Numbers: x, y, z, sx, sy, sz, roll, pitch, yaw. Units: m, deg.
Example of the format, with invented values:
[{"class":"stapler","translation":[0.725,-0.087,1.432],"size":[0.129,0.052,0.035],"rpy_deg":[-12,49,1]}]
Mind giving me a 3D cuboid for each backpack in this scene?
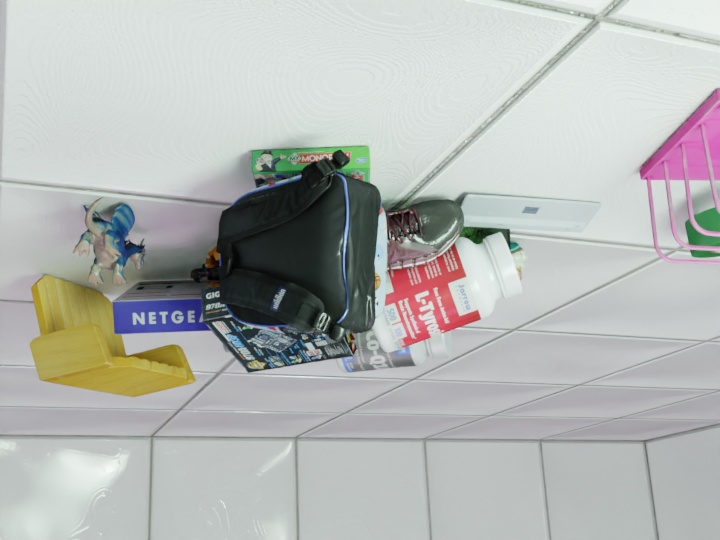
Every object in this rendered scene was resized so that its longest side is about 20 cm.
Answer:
[{"class":"backpack","translation":[-0.066,-0.016,1.029],"size":[0.189,0.202,0.154],"rpy_deg":[-2,168,30]}]

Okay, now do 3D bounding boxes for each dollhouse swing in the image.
[{"class":"dollhouse swing","translation":[-0.374,0.086,1.382],"size":[0.180,0.178,0.200],"rpy_deg":[-15,159,25]}]

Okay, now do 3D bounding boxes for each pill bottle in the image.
[{"class":"pill bottle","translation":[0.057,0.116,1.625],"size":[0.198,0.115,0.114],"rpy_deg":[-8,161,15]},{"class":"pill bottle","translation":[0.106,0.024,1.206],"size":[0.198,0.113,0.112],"rpy_deg":[-21,160,6]}]

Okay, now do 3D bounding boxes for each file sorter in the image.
[{"class":"file sorter","translation":[0.421,-0.095,1.015],"size":[0.137,0.127,0.200],"rpy_deg":[0,162,-7]}]

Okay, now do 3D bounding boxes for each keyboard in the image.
[{"class":"keyboard","translation":[0.220,-0.075,1.206],"size":[0.198,0.011,0.057],"rpy_deg":[2,137,-19]}]

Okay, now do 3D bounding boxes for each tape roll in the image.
[{"class":"tape roll","translation":[0.532,-0.062,1.203],"size":[0.198,0.049,0.200],"rpy_deg":[-8,170,-1]}]

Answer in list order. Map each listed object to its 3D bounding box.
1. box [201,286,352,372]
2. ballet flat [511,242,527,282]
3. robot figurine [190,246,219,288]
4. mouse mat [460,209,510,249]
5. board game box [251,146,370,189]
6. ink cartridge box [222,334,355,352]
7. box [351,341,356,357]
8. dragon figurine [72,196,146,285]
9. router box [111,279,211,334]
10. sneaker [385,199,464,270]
[{"class":"box","translation":[-0.105,0.072,1.226],"size":[0.157,0.046,0.200],"rpy_deg":[-10,152,8]},{"class":"ballet flat","translation":[0.149,0.004,1.355],"size":[0.198,0.065,0.076],"rpy_deg":[-7,-162,12]},{"class":"robot figurine","translation":[-0.148,-0.010,1.261],"size":[0.144,0.059,0.199],"rpy_deg":[1,174,-31]},{"class":"mouse mat","translation":[0.132,-0.012,1.267],"size":[0.159,0.008,0.201],"rpy_deg":[-15,142,-1]},{"class":"board game box","translation":[-0.055,-0.092,1.110],"size":[0.133,0.029,0.200],"rpy_deg":[-3,162,-1]},{"class":"ink cartridge box","translation":[-0.116,0.082,1.441],"size":[0.198,0.058,0.163],"rpy_deg":[-9,-171,-5]},{"class":"box","translation":[-0.115,0.106,1.582],"size":[0.198,0.111,0.035],"rpy_deg":[-9,-161,19]},{"class":"dragon figurine","translation":[-0.318,-0.050,1.153],"size":[0.058,0.100,0.201],"rpy_deg":[-2,143,2]},{"class":"router box","translation":[-0.252,0.050,1.369],"size":[0.198,0.049,0.180],"rpy_deg":[-2,-172,-1]},{"class":"sneaker","translation":[0.030,-0.043,1.128],"size":[0.198,0.076,0.116],"rpy_deg":[-24,160,7]}]
